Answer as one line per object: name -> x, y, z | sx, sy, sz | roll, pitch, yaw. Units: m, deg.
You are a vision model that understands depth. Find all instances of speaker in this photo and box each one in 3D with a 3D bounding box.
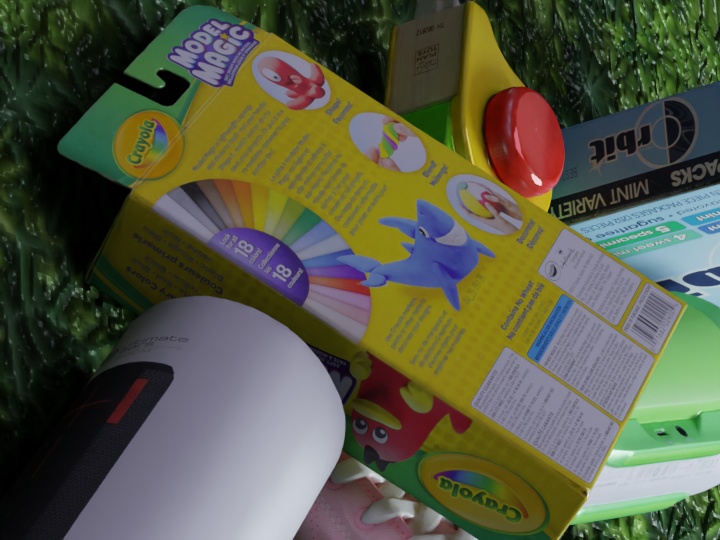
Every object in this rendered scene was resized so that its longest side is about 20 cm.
speaker -> -0.074, 0.093, 0.744 | 0.081, 0.081, 0.200 | 60, 35, -21
speaker -> 0.085, 0.050, 1.003 | 0.200, 0.088, 0.089 | 1, 76, -57

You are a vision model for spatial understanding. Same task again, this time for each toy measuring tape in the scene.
toy measuring tape -> 0.045, -0.075, 1.010 | 0.074, 0.073, 0.201 | 37, 48, -44

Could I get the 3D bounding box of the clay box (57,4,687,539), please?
clay box -> 0.000, 0.000, 0.862 | 0.199, 0.048, 0.115 | 33, 39, 3

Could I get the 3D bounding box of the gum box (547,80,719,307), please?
gum box -> 0.165, -0.022, 1.076 | 0.200, 0.169, 0.045 | 22, 58, -51

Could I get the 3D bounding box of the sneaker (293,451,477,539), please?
sneaker -> 0.020, 0.094, 0.868 | 0.075, 0.104, 0.201 | -13, 87, -56
